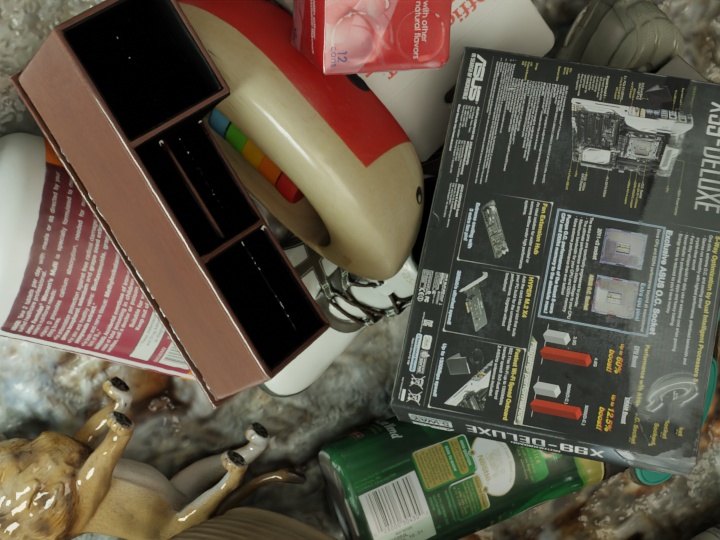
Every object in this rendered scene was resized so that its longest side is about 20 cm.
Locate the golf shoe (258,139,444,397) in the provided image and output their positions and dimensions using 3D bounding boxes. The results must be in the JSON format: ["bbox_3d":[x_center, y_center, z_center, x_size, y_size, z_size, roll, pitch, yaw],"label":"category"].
[{"bbox_3d":[0.000,0.000,0.872,0.077,0.095,0.201,28,101,-29],"label":"golf shoe"}]

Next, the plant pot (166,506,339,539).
[{"bbox_3d":[-0.053,0.206,0.876,0.200,0.200,0.093,40,60,-26],"label":"plant pot"}]

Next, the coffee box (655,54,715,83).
[{"bbox_3d":[0.144,-0.012,0.856,0.200,0.080,0.113,-41,148,-3],"label":"coffee box"}]

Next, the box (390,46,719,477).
[{"bbox_3d":[0.112,-0.008,0.769,0.156,0.050,0.203,9,77,10],"label":"box"}]

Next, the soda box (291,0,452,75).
[{"bbox_3d":[0.007,-0.199,0.697,0.069,0.063,0.203,-5,111,-17],"label":"soda box"}]

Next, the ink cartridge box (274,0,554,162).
[{"bbox_3d":[0.008,-0.173,0.823,0.116,0.068,0.200,-40,116,-1],"label":"ink cartridge box"}]

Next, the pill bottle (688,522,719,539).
[{"bbox_3d":[0.271,0.237,1.043,0.198,0.113,0.114,-27,116,-7],"label":"pill bottle"}]

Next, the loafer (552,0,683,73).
[{"bbox_3d":[0.123,-0.080,0.900,0.069,0.070,0.201,7,125,-42],"label":"loafer"}]

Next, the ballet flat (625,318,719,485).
[{"bbox_3d":[0.203,0.041,0.970,0.067,0.067,0.202,4,109,-28],"label":"ballet flat"}]

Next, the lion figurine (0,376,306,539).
[{"bbox_3d":[-0.140,0.136,0.891,0.199,0.073,0.123,26,110,-30],"label":"lion figurine"}]

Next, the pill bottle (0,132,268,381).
[{"bbox_3d":[-0.158,-0.011,0.805,0.198,0.110,0.111,16,105,-23],"label":"pill bottle"}]

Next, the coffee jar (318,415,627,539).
[{"bbox_3d":[0.077,0.117,0.935,0.198,0.104,0.086,-20,89,-11],"label":"coffee jar"}]

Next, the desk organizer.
[{"bbox_3d":[-0.087,-0.038,0.741,0.071,0.077,0.201,-34,94,-29],"label":"desk organizer"}]

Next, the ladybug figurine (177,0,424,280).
[{"bbox_3d":[-0.038,-0.082,0.800,0.200,0.136,0.072,45,77,2],"label":"ladybug figurine"}]
